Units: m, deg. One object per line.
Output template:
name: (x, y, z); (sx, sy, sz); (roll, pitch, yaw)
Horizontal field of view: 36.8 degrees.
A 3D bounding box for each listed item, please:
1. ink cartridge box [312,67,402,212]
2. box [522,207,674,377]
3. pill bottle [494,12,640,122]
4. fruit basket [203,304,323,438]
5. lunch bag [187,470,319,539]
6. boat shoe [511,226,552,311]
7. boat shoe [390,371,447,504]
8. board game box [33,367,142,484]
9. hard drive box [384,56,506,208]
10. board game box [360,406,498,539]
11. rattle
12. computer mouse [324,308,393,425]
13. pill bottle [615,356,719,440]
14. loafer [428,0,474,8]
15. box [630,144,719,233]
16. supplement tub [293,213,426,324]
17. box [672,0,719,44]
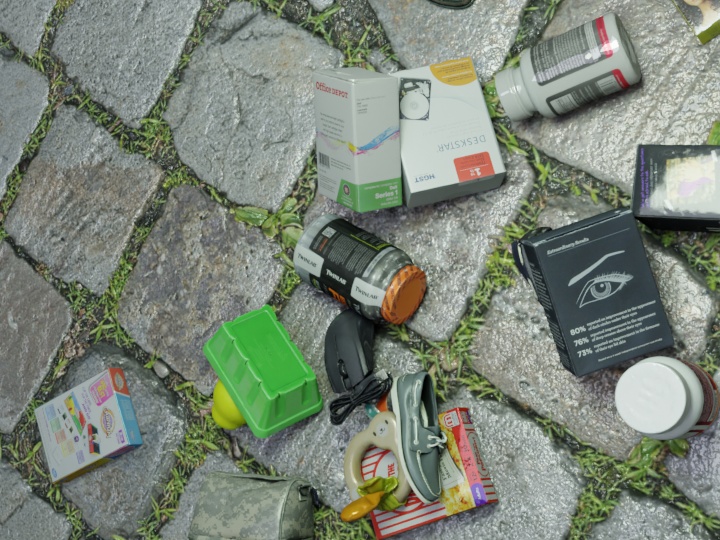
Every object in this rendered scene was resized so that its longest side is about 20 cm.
ink cartridge box: (-0.006, -0.206, 1.673); (0.145, 0.084, 0.201); (30, 127, 58)
box: (0.330, 0.029, 1.513); (0.147, 0.104, 0.201); (-18, 93, 1)
pill bottle: (0.308, -0.297, 1.622); (0.199, 0.111, 0.111); (-21, 74, 24)
fruit basket: (-0.175, 0.189, 1.824); (0.216, 0.155, 0.216); (42, 145, 40)
lunch bag: (-0.174, 0.417, 1.770); (0.199, 0.139, 0.169); (-1, 83, 27)
boat shoe: (0.292, 0.027, 1.618); (0.074, 0.093, 0.201); (-23, 96, -10)
boat shoe: (0.096, 0.249, 1.633); (0.062, 0.073, 0.201); (-23, 67, 28)
board game box: (-0.512, 0.292, 2.026); (0.199, 0.040, 0.154); (-27, 71, 23)
hard drive box: (0.125, -0.216, 1.694); (0.155, 0.077, 0.201); (-14, 76, -6)
board game box: (0.098, 0.318, 1.689); (0.199, 0.046, 0.152); (-25, 71, 23)
rattle: (0.007, 0.267, 1.645); (0.130, 0.142, 0.201); (6, 91, 48)
computer mouse: (-0.018, 0.133, 1.726); (0.138, 0.053, 0.201); (-38, 39, 30)
pill bottle: (0.411, 0.172, 1.451); (0.109, 0.200, 0.110); (-4, 81, 27)
loafer: (0.103, -0.496, 1.787); (0.200, 0.063, 0.072); (38, 102, 27)
box: (0.488, -0.110, 1.493); (0.199, 0.122, 0.107); (5, 85, 29)
supplement tub: (0.000, 0.000, 1.742); (0.199, 0.122, 0.123); (29, 97, 29)
box: (0.476, -0.435, 1.585); (0.075, 0.050, 0.201); (-35, 68, 20)
